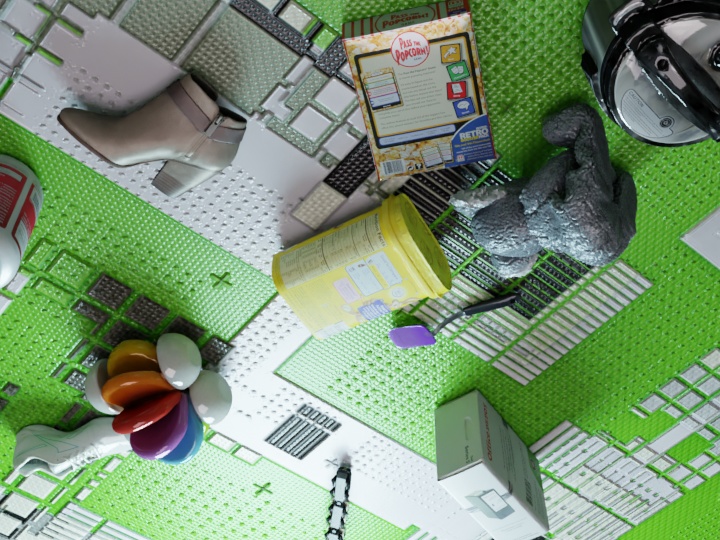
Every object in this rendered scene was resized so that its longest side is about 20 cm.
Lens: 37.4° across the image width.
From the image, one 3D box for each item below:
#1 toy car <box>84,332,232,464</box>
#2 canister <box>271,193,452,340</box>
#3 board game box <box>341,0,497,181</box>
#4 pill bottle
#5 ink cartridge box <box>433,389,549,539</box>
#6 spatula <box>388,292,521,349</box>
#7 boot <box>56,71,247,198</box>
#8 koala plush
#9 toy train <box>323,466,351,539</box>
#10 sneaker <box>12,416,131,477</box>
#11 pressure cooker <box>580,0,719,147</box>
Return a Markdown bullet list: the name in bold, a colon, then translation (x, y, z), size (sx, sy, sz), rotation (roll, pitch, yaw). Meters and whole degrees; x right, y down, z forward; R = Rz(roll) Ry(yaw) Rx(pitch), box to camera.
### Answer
- **toy car**: translation (-0.292, 0.199, 1.526), size (0.175, 0.150, 0.200), rotation (-23, 125, 16)
- **canister**: translation (0.000, 0.000, 1.414), size (0.200, 0.087, 0.149), rotation (-23, 125, 18)
- **board game box**: translation (0.073, -0.212, 1.269), size (0.151, 0.046, 0.200), rotation (-10, 128, 7)
- **pill bottle**: translation (-0.463, -0.046, 1.296), size (0.112, 0.200, 0.112), rotation (0, 128, 0)
- **ink cartridge box**: translation (0.198, 0.303, 1.619), size (0.084, 0.146, 0.200), rotation (-28, 124, 22)
- **spatula**: translation (0.134, 0.069, 1.510), size (0.200, 0.021, 0.057), rotation (-23, 138, 14)
- **boot**: translation (-0.243, -0.181, 1.285), size (0.200, 0.070, 0.146), rotation (32, 115, -25)
- **koala plush**: translation (0.222, -0.073, 1.317), size (0.200, 0.184, 0.177), rotation (-16, 131, 28)
- **toy train**: translation (-0.037, 0.399, 1.758), size (0.034, 0.046, 0.200), rotation (13, 126, 8)
- **sneaker**: translation (-0.437, 0.279, 1.635), size (0.200, 0.080, 0.071), rotation (-9, 127, 4)
- **pressure cooker**: translation (0.338, -0.235, 1.157), size (0.175, 0.200, 0.179), rotation (1, 129, -2)
